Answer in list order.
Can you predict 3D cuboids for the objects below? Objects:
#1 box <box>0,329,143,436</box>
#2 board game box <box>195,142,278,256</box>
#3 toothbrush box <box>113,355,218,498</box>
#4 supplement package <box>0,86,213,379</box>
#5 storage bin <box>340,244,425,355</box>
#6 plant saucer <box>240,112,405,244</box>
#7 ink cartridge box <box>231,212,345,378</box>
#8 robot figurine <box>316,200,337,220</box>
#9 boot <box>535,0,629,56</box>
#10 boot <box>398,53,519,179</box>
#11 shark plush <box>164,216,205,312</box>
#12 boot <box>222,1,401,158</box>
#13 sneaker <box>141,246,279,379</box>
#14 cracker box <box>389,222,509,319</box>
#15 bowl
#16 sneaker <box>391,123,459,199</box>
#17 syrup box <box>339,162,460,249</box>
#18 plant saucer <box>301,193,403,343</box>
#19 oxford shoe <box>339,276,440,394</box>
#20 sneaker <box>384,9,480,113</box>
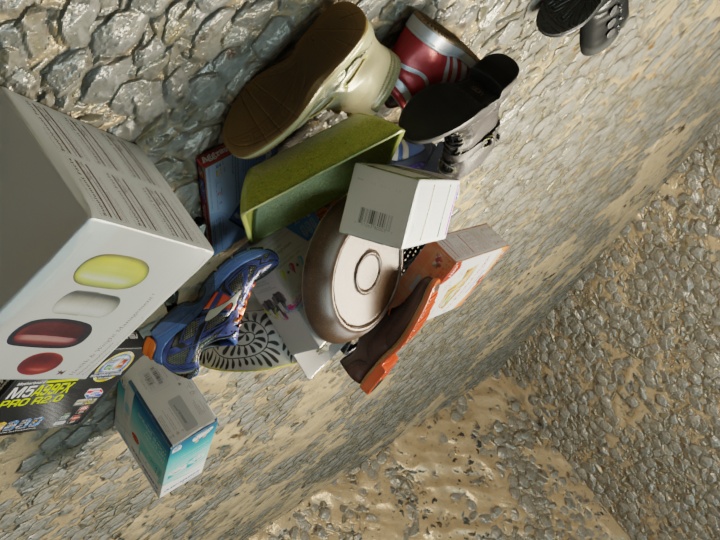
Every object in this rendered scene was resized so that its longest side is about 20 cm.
[{"bbox_3d":[-0.381,0.134,1.085,0.160,0.044,0.199,-45,162,15],"label":"box"},{"bbox_3d":[-0.146,-0.096,1.055,0.102,0.020,0.201,-32,160,-21],"label":"board game box"},{"bbox_3d":[-0.296,0.228,1.311,0.085,0.147,0.201,-27,159,-31],"label":"toothbrush box"},{"bbox_3d":[-0.275,-0.019,0.771,0.191,0.148,0.200,-43,163,10],"label":"supplement package"},{"bbox_3d":[0.017,0.019,1.336,0.134,0.094,0.201,-28,156,-41],"label":"storage bin"},{"bbox_3d":[-0.056,-0.111,1.008,0.198,0.048,0.200,-28,176,-8],"label":"plant saucer"},{"bbox_3d":[-0.069,0.029,1.169,0.067,0.202,0.115,-17,-162,47],"label":"ink cartridge box"},{"bbox_3d":[-0.028,-0.054,1.324,0.145,0.058,0.200,-42,163,3],"label":"robot figurine"},{"bbox_3d":[0.334,-0.375,1.301,0.164,0.066,0.200,-40,167,5],"label":"boot"},{"bbox_3d":[0.122,-0.167,1.104,0.199,0.069,0.175,-32,156,-23],"label":"boot"},{"bbox_3d":[-0.235,0.011,1.029,0.089,0.085,0.200,-6,161,-26],"label":"shark plush"},{"bbox_3d":[-0.048,-0.187,0.960,0.200,0.073,0.155,-46,163,10],"label":"boot"},{"bbox_3d":[-0.166,0.051,1.043,0.200,0.078,0.075,-45,177,-21],"label":"sneaker"},{"bbox_3d":[0.131,0.006,1.312,0.199,0.058,0.135,-15,146,-57],"label":"cracker box"},{"bbox_3d":[-0.149,0.061,1.240,0.199,0.199,0.096,-21,113,-45],"label":"bowl"},{"bbox_3d":[0.053,-0.121,1.184,0.199,0.147,0.081,-22,156,-43],"label":"sneaker"},{"bbox_3d":[0.051,-0.078,1.028,0.200,0.078,0.083,-14,119,-70],"label":"syrup box"},{"bbox_3d":[0.000,0.000,1.131,0.199,0.032,0.204,-25,123,-47],"label":"plant saucer"},{"bbox_3d":[0.039,0.080,1.218,0.201,0.072,0.071,-55,169,20],"label":"oxford shoe"},{"bbox_3d":[0.087,-0.242,1.092,0.113,0.071,0.199,-50,152,18],"label":"sneaker"}]
